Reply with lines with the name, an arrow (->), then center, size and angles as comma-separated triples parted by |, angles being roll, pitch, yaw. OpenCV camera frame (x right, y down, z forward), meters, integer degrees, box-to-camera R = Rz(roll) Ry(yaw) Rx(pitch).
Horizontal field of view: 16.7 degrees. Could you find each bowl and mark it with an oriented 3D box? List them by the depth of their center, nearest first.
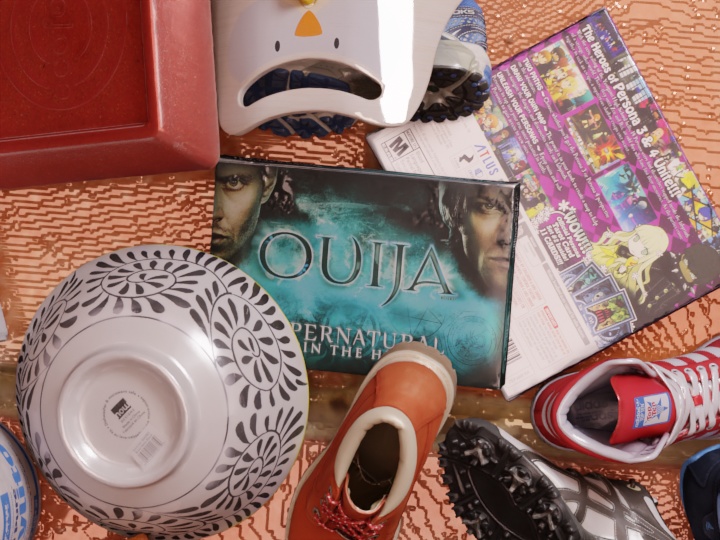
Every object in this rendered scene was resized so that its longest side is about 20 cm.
bowl -> -0.140, 0.088, 1.573 | 0.200, 0.094, 0.201 | 2, 98, 11

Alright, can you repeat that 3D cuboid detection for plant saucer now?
plant saucer -> -0.186, -0.157, 1.570 | 0.200, 0.037, 0.200 | -4, 90, 34

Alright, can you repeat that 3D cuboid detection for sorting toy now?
sorting toy -> -0.024, -0.170, 1.539 | 0.200, 0.107, 0.180 | -2, 71, 15

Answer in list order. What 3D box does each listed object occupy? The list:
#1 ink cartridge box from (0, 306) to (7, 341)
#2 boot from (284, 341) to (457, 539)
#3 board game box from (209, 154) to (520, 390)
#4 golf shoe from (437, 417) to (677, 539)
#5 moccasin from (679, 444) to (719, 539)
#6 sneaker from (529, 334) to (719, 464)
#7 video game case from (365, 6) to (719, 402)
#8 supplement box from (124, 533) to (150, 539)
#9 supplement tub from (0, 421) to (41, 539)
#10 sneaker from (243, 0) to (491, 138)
ink cartridge box -> -0.348, 0.001, 1.599 | 0.200, 0.084, 0.146 | -14, 90, 1
boot -> -0.006, 0.149, 1.567 | 0.075, 0.107, 0.200 | 23, 115, 2
board game box -> 0.000, 0.000, 1.597 | 0.200, 0.028, 0.135 | 5, 98, 11
golf shoe -> 0.138, 0.162, 1.597 | 0.200, 0.094, 0.078 | 43, 127, 3
moccasin -> 0.262, 0.210, 1.585 | 0.080, 0.068, 0.200 | -34, 102, -6
sneaker -> 0.211, 0.080, 1.574 | 0.200, 0.112, 0.071 | -13, 88, 0
video game case -> 0.128, -0.043, 1.613 | 0.181, 0.036, 0.200 | -29, 90, 3
supplement box -> -0.215, 0.245, 1.591 | 0.200, 0.067, 0.069 | -24, 127, 6
supplement tub -> -0.278, 0.152, 1.541 | 0.132, 0.200, 0.132 | 0, 91, 1
sneaker -> -0.008, -0.141, 1.603 | 0.200, 0.077, 0.085 | 0, 56, 16
